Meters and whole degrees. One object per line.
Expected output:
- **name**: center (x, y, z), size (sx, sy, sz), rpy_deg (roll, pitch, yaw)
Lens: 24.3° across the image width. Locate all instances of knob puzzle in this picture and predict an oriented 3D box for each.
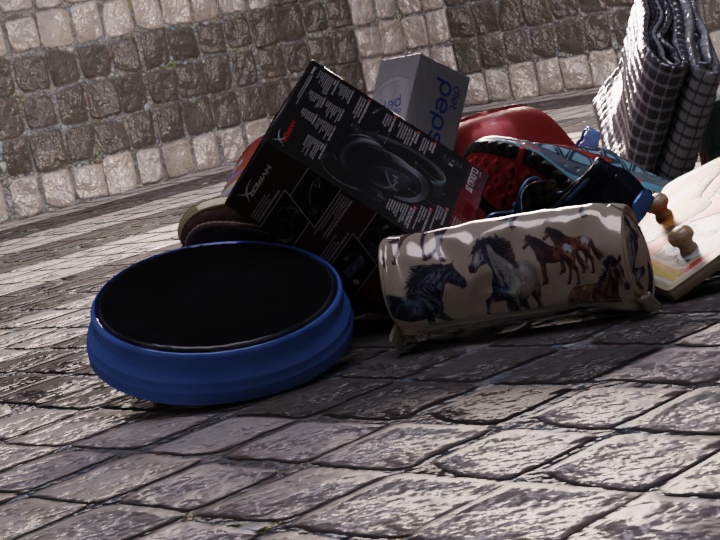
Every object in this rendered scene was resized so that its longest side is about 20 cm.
- **knob puzzle**: center (0.275, -0.060, 1.282), size (0.219, 0.031, 0.220), rpy_deg (-32, 15, 9)

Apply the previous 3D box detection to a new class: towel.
- **towel**: center (0.296, -0.181, 1.687), size (0.085, 0.166, 0.200), rpy_deg (7, 34, -3)

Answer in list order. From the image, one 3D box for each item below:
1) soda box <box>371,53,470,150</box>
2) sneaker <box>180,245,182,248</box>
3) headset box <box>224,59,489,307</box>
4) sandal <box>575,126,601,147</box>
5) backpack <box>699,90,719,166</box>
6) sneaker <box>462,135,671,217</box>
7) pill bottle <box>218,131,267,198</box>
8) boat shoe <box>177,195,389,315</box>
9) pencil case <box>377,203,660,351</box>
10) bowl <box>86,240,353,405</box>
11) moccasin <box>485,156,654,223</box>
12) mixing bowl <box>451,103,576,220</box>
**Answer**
- **soda box**: center (0.040, -0.098, 1.577), size (0.068, 0.201, 0.063), rpy_deg (21, -12, -35)
- **sneaker**: center (-0.098, -0.039, 1.707), size (0.199, 0.085, 0.075), rpy_deg (-9, 53, 14)
- **headset box**: center (0.009, -0.060, 1.348), size (0.077, 0.199, 0.149), rpy_deg (-52, 9, 34)
- **sandal**: center (0.191, -0.097, 1.779), size (0.199, 0.088, 0.080), rpy_deg (-13, 10, 1)
- **backpack**: center (0.436, -0.164, 1.700), size (0.199, 0.152, 0.178), rpy_deg (-15, 8, 15)
- **sneaker**: center (0.185, -0.070, 1.455), size (0.199, 0.080, 0.096), rpy_deg (20, 26, 12)
- **pill bottle**: center (-0.070, -0.067, 1.554), size (0.111, 0.113, 0.200), rpy_deg (-10, 20, 10)
- **boat shoe**: center (-0.051, -0.004, 1.357), size (0.199, 0.072, 0.072), rpy_deg (16, 38, -21)
- **pencil case**: center (0.114, 0.005, 1.207), size (0.199, 0.090, 0.078), rpy_deg (-9, -20, 18)
- **bowl**: center (-0.104, 0.033, 1.235), size (0.199, 0.040, 0.201), rpy_deg (-4, 26, 2)
- **moccasin**: center (0.156, -0.048, 1.357), size (0.200, 0.068, 0.081), rpy_deg (-30, 19, 50)
- **mixing bowl**: center (0.133, -0.098, 1.647), size (0.199, 0.109, 0.200), rpy_deg (-16, -5, -1)
